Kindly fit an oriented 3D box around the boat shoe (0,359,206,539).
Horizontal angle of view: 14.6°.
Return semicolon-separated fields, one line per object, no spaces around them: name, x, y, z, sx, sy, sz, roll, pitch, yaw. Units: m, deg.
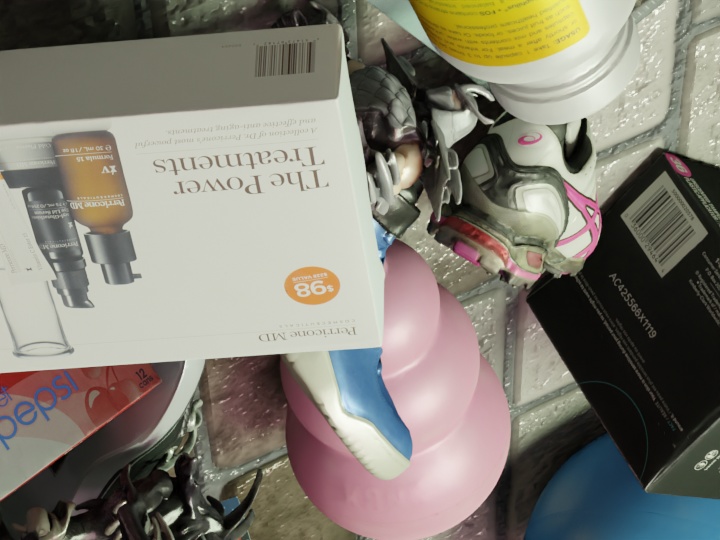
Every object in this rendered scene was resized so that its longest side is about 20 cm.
boat shoe;-0.118;0.077;1.456;0.068;0.074;0.200;-13;147;-41

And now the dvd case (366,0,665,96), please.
dvd case;0.086;-0.156;1.355;0.146;0.022;0.200;-40;150;12

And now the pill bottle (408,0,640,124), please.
pill bottle;0.061;-0.152;1.224;0.104;0.104;0.200;-32;138;-1

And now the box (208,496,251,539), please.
box;-0.173;0.173;1.515;0.200;0.038;0.137;-15;175;-27

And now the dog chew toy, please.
dog chew toy;0.013;0.056;1.504;0.124;0.125;0.200;-26;142;-10

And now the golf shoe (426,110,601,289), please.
golf shoe;0.096;-0.046;1.432;0.092;0.072;0.200;-60;173;10

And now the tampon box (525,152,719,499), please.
tampon box;0.226;0.039;1.637;0.200;0.150;0.126;10;130;-49

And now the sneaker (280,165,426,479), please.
sneaker;0.000;0.000;1.377;0.111;0.077;0.200;-33;106;-4

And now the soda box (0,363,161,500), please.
soda box;-0.189;0.085;1.328;0.200;0.063;0.070;-37;-179;-42

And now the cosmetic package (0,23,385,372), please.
cosmetic package;-0.096;-0.027;1.207;0.199;0.052;0.151;-4;137;7

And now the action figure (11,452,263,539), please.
action figure;-0.135;0.156;1.398;0.199;0.102;0.119;-9;149;-18

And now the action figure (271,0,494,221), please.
action figure;-0.033;-0.069;1.275;0.199;0.130;0.070;-5;119;-16

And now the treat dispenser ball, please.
treat dispenser ball;0.201;0.192;1.785;0.200;0.201;0.201;-23;148;-15
